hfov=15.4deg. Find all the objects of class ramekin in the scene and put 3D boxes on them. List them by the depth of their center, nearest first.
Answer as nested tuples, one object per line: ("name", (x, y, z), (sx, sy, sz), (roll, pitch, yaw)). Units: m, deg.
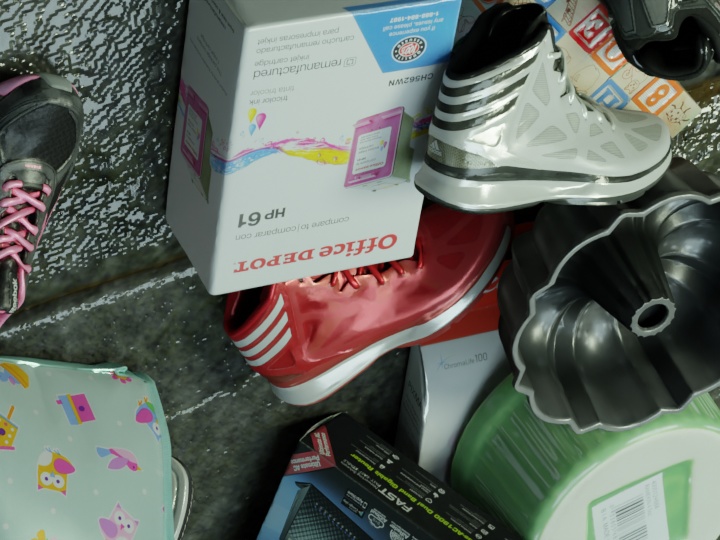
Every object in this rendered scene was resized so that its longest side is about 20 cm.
("ramekin", (0.172, 0.145, 1.859), (0.199, 0.098, 0.201), (-18, 135, -19))

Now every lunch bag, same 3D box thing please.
("lunch bag", (-0.207, 0.152, 1.666), (0.170, 0.201, 0.122), (8, 168, -34))

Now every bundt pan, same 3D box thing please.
("bundt pan", (0.175, 0.007, 1.727), (0.201, 0.076, 0.203), (-15, 135, -15))

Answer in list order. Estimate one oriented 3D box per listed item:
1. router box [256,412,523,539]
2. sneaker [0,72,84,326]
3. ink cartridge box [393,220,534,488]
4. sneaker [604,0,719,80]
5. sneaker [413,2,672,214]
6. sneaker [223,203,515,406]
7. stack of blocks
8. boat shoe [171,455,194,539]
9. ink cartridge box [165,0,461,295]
("router box", (0.022, 0.216, 1.824), (0.062, 0.200, 0.150), (-29, 148, -53))
("sneaker", (-0.210, -0.019, 1.545), (0.079, 0.096, 0.201), (12, 120, -36))
("ink cartridge box", (0.111, 0.058, 1.848), (0.162, 0.057, 0.201), (-12, 138, -22))
("sneaker", (0.199, -0.160, 1.635), (0.070, 0.099, 0.200), (-13, 170, 24))
("sneaker", (0.124, -0.103, 1.600), (0.200, 0.076, 0.116), (-10, 120, -41))
("sneaker", (0.000, 0.000, 1.705), (0.200, 0.078, 0.116), (-41, 139, 5))
("stack of blocks", (0.116, -0.126, 1.674), (0.115, 0.059, 0.200), (-41, 137, 9))
("boat shoe", (-0.161, 0.211, 1.802), (0.060, 0.074, 0.201), (2, 114, -61))
("ink cartridge box", (-0.031, -0.094, 1.593), (0.144, 0.085, 0.201), (-11, 134, -24))
